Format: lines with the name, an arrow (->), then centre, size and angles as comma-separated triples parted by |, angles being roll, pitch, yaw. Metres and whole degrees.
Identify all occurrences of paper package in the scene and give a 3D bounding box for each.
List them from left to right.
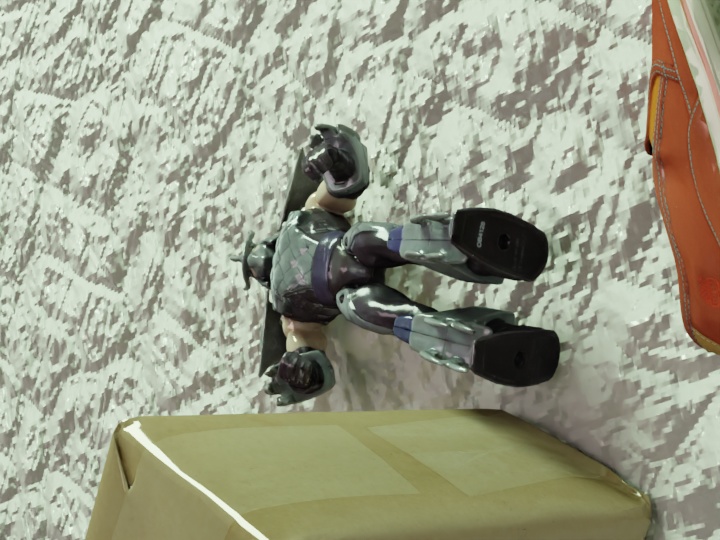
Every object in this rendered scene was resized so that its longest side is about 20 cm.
paper package -> -0.009, 0.156, 0.630 | 0.103, 0.199, 0.191 | 31, 110, 45

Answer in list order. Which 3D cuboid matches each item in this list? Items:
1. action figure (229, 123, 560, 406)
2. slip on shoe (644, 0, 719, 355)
action figure -> 0.000, 0.000, 0.732 | 0.200, 0.069, 0.131 | 8, 97, 51
slip on shoe -> 0.129, -0.062, 0.593 | 0.061, 0.074, 0.201 | -19, 77, 49
